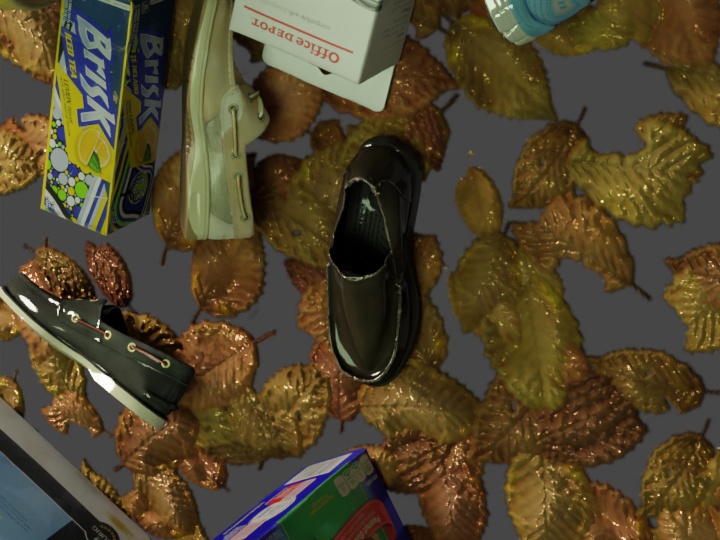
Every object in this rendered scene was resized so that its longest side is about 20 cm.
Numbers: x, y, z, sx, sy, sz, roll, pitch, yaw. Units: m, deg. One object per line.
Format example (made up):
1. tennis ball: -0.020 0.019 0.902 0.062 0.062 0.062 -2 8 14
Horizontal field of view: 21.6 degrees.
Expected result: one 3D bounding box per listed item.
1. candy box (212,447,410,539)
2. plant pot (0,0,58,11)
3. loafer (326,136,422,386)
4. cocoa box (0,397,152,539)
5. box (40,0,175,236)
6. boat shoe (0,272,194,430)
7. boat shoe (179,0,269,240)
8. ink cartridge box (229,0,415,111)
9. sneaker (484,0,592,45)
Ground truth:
1. candy box: -0.020 0.270 1.489 0.077 0.169 0.201 -19 99 37
2. plant pot: -0.308 -0.279 1.415 0.188 0.201 0.202 20 118 24
3. loafer: 0.000 0.000 1.431 0.073 0.071 0.201 11 114 25
4. cocoa box: -0.314 0.239 1.667 0.200 0.131 0.134 41 123 10
5. box: -0.200 -0.136 1.497 0.070 0.064 0.201 21 119 22
6. boat shoe: -0.223 0.056 1.589 0.201 0.074 0.063 33 86 26
7. boat shoe: -0.104 -0.120 1.454 0.065 0.072 0.201 0 108 -9
8. ink cartridge box: -0.021 -0.214 1.362 0.115 0.067 0.201 24 119 19
9. sneaker: 0.107 -0.260 1.282 0.090 0.078 0.201 -18 103 14
